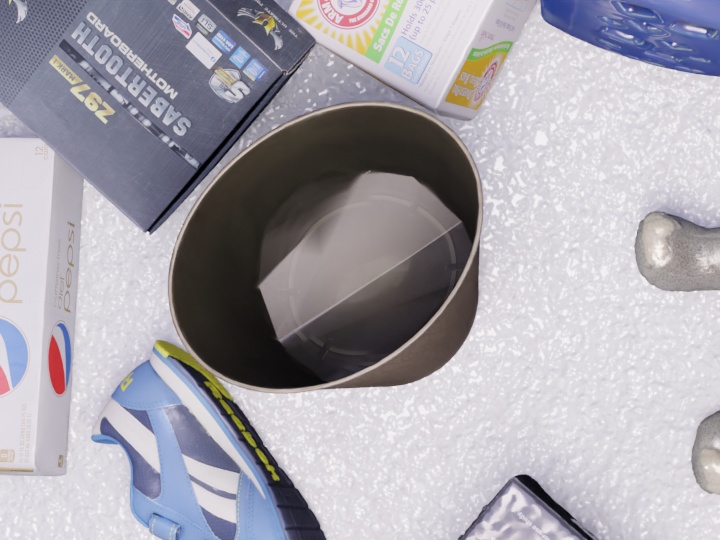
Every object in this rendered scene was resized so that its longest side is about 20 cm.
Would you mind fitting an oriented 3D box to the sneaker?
[{"bbox_3d":[-0.084,0.139,1.336,0.082,0.074,0.201,-39,70,5],"label":"sneaker"}]

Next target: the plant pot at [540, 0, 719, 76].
[{"bbox_3d":[0.221,-0.201,1.264,0.179,0.200,0.201,28,88,6],"label":"plant pot"}]

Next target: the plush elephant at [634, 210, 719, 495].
[{"bbox_3d":[0.258,0.039,1.231,0.198,0.155,0.166,-8,92,5],"label":"plush elephant"}]

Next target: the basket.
[{"bbox_3d":[0.000,0.000,1.270,0.180,0.200,0.137,-34,78,5],"label":"basket"}]

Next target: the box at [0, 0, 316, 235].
[{"bbox_3d":[-0.147,-0.140,1.316,0.200,0.051,0.158,43,127,-4],"label":"box"}]

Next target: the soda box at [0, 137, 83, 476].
[{"bbox_3d":[-0.212,0.023,1.379,0.067,0.064,0.202,1,83,11],"label":"soda box"}]

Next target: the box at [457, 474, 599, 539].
[{"bbox_3d":[0.083,0.238,1.270,0.148,0.104,0.200,41,92,13],"label":"box"}]

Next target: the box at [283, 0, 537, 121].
[{"bbox_3d":[0.056,-0.202,1.324,0.112,0.101,0.201,29,98,13],"label":"box"}]
